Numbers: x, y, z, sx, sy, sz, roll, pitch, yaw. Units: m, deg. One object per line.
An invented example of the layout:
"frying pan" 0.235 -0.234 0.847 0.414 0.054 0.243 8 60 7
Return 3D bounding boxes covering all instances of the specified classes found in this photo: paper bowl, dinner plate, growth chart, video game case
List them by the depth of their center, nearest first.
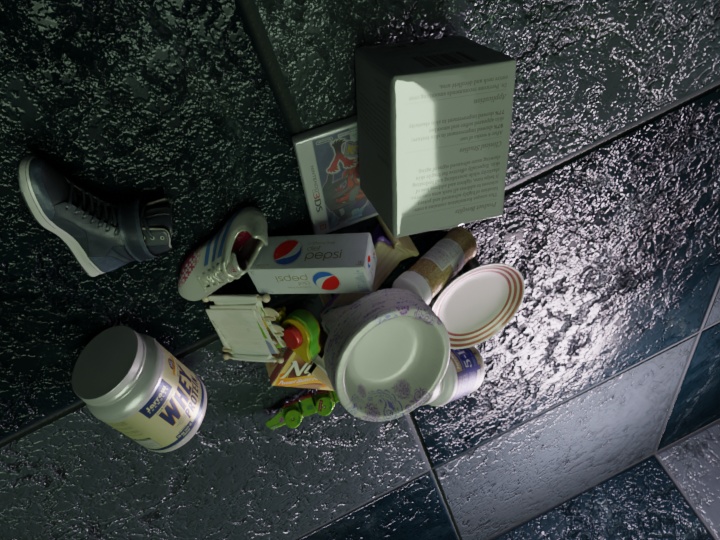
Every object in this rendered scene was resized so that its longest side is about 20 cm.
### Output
"video game case" 0.003 -0.155 0.874 0.193 0.023 0.186 -20 138 -9
"paper bowl" 0.036 0.124 0.888 0.193 0.105 0.208 -10 120 -18
"growth chart" -0.195 0.105 0.975 0.139 0.018 0.204 5 138 9
"dinner plate" 0.209 0.063 1.027 0.193 0.025 0.205 -13 133 -14

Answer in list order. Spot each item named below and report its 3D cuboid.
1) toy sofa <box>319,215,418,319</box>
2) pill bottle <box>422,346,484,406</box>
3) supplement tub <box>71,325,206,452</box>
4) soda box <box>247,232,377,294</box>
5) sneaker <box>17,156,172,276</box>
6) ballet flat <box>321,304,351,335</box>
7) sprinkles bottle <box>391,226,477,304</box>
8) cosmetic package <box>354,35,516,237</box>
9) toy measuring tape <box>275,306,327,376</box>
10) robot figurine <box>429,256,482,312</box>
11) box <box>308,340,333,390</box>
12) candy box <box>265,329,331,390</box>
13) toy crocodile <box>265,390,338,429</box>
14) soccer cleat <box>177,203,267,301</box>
"toy sofa" 0.000 0.000 0.978 0.096 0.084 0.202 15 124 -41
"pill bottle" 0.177 0.226 1.228 0.196 0.121 0.121 -5 138 -50
"supplement tub" -0.361 0.198 0.936 0.141 0.147 0.202 -27 139 1
"soda box" -0.075 -0.010 0.878 0.192 0.070 0.065 -1 141 15
"sneaker" -0.324 -0.080 0.724 0.140 0.079 0.205 -12 147 0
"ballet flat" 0.027 0.086 0.970 0.193 0.073 0.073 -12 137 -22
"sprinkles bottle" 0.133 -0.004 0.987 0.199 0.067 0.070 -40 152 -40
"cosmetic package" 0.091 -0.183 0.751 0.161 0.168 0.207 -11 122 -14
"toy measuring tape" -0.080 0.130 1.003 0.074 0.198 0.074 -48 169 -13
"robot figurine" 0.200 0.067 1.127 0.163 0.115 0.204 -9 136 -7
"box" 0.005 0.179 1.120 0.200 0.021 0.166 42 74 -36
"candy box" -0.079 0.181 1.134 0.195 0.056 0.117 15 121 -37
"toy crocodile" -0.116 0.295 1.227 0.194 0.064 0.068 -22 174 1
"soccer cleat" -0.212 -0.010 0.854 0.069 0.088 0.200 26 117 -42
